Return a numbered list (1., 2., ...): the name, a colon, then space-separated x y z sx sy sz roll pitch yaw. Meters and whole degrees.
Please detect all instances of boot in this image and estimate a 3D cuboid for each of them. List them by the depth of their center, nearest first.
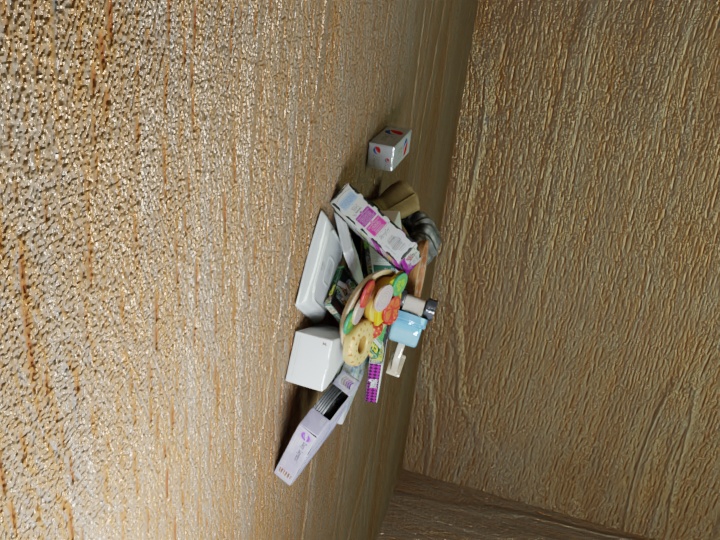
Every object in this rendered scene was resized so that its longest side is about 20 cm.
1. boot: 0.108 -0.142 1.833 0.066 0.176 0.200 -36 180 35

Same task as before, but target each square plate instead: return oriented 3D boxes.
1. square plate: -0.078 0.001 1.466 0.198 0.028 0.203 60 42 -73

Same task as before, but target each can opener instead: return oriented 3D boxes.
1. can opener: 0.000 0.000 1.745 0.079 0.063 0.203 -32 133 -73

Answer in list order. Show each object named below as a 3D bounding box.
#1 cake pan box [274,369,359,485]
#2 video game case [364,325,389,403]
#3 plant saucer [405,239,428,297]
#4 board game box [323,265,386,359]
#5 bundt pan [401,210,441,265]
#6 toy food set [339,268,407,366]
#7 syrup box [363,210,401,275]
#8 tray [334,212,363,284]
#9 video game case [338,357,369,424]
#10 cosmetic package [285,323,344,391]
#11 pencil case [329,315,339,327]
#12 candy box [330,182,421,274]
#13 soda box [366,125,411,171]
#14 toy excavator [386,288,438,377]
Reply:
1. cake pan box: -0.089 0.325 1.465 0.184 0.052 0.201 -49 169 -48
2. video game case: 0.043 0.195 1.709 0.201 0.035 0.183 94 5 -55
3. plant saucer: 0.136 0.018 1.782 0.200 0.037 0.203 11 90 -81
4. board game box: -0.006 0.095 1.546 0.200 0.023 0.106 52 40 -35
5. bundt pan: 0.116 -0.092 1.919 0.076 0.199 0.204 65 36 -48
6. toy food set: 0.025 0.088 1.464 0.199 0.048 0.200 -34 141 -40
7. syrup box: 0.059 -0.040 1.706 0.082 0.078 0.202 -66 154 -52
8. tray: -0.021 -0.038 1.564 0.200 0.022 0.109 70 6 -63
9. video game case: -0.011 0.223 1.626 0.201 0.022 0.184 -64 166 -44
10. cosmetic package: -0.081 0.178 1.486 0.200 0.084 0.109 6 97 -78
11. pencil case: -0.027 0.122 1.686 0.094 0.090 0.203 2 103 -74
12. candy box: 0.036 -0.084 1.502 0.061 0.200 0.136 -47 165 -3
13. soda box: 0.074 -0.310 1.776 0.200 0.067 0.064 -55 155 -61
14. toy excavator: 0.102 0.154 1.668 0.194 0.099 0.202 59 51 -83
